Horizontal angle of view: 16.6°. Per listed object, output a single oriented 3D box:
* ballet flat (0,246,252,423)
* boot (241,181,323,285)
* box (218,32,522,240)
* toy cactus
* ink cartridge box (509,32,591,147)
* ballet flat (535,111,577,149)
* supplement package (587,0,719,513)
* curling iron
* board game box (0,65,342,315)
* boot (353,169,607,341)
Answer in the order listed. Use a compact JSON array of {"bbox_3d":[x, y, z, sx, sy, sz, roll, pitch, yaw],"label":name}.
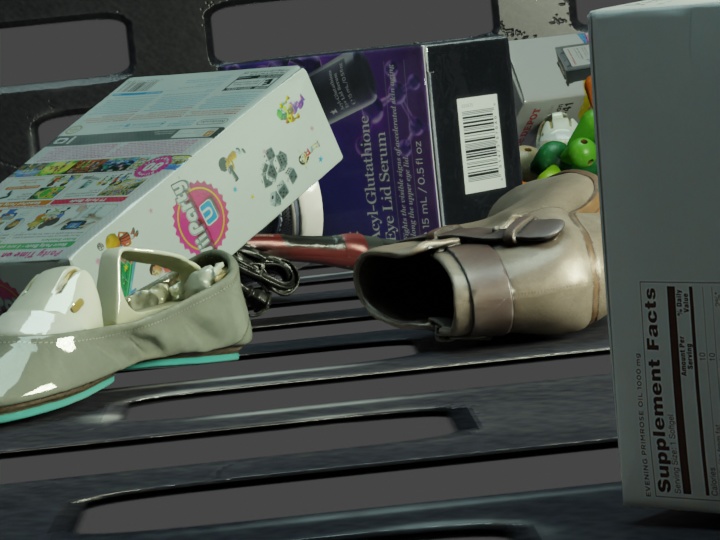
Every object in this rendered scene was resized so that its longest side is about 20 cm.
[{"bbox_3d":[-0.123,0.024,1.124,0.067,0.064,0.200,-2,6,35],"label":"ballet flat"},{"bbox_3d":[-0.093,-0.017,1.483,0.090,0.073,0.200,-14,-10,-24],"label":"boot"},{"bbox_3d":[0.008,-0.087,1.775,0.199,0.149,0.104,-3,6,40],"label":"box"},{"bbox_3d":[0.156,-0.102,2.198,0.199,0.103,0.165,-17,-1,-24],"label":"toy cactus"},{"bbox_3d":[0.233,-0.188,2.714,0.199,0.086,0.148,-10,-27,-22],"label":"ink cartridge box"},{"bbox_3d":[0.203,-0.132,2.557,0.067,0.063,0.200,-6,5,-1],"label":"ballet flat"},{"bbox_3d":[0.203,-0.015,0.708,0.199,0.148,0.191,0,7,41],"label":"supplement package"},{"bbox_3d":[0.000,0.000,1.426,0.199,0.050,0.026,-1,-21,-34],"label":"curling iron"},{"bbox_3d":[-0.129,-0.034,1.356,0.147,0.065,0.200,0,32,45],"label":"board game box"},{"bbox_3d":[0.063,-0.005,1.229,0.145,0.071,0.200,-11,6,-26],"label":"boot"}]
